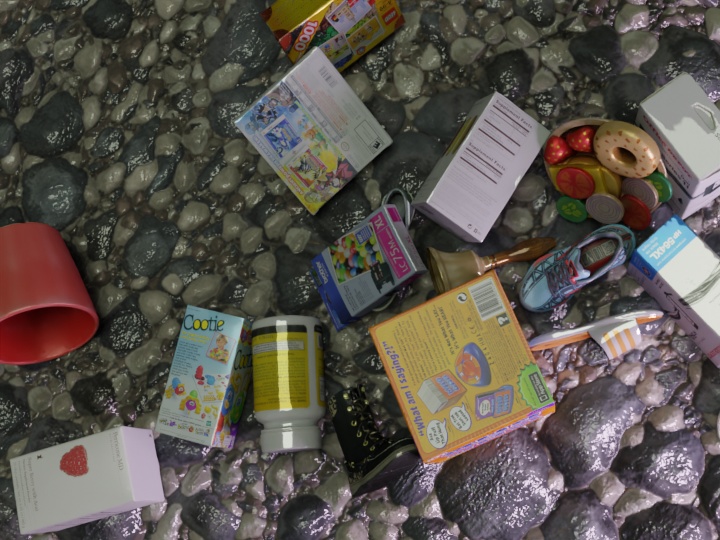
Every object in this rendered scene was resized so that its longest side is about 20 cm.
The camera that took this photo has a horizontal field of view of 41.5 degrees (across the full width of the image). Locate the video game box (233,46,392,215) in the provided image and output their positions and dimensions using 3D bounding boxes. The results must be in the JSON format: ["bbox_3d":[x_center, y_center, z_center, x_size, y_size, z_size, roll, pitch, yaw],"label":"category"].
[{"bbox_3d":[-0.076,-0.226,1.544,0.182,0.047,0.200,-41,107,-1],"label":"video game box"}]

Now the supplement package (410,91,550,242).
[{"bbox_3d":[0.184,-0.157,1.473,0.109,0.114,0.201,33,86,-9],"label":"supplement package"}]

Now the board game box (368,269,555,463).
[{"bbox_3d":[0.153,0.148,1.387,0.198,0.200,0.202,-24,75,6],"label":"board game box"}]

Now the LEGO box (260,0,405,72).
[{"bbox_3d":[-0.043,-0.415,1.564,0.199,0.149,0.078,-37,58,3],"label":"LEGO box"}]

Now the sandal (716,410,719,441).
[{"bbox_3d":[0.589,0.177,1.365,0.082,0.050,0.203,40,89,17],"label":"sandal"}]

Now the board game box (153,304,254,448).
[{"bbox_3d":[-0.239,0.171,1.517,0.103,0.103,0.203,12,82,14],"label":"board game box"}]

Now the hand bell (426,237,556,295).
[{"bbox_3d":[0.211,-0.016,1.479,0.197,0.104,0.106,-18,75,-4],"label":"hand bell"}]

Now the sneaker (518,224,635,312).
[{"bbox_3d":[0.316,-0.007,1.426,0.199,0.095,0.080,-37,79,17],"label":"sneaker"}]

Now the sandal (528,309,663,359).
[{"bbox_3d":[0.355,0.107,1.421,0.204,0.079,0.060,-17,77,17],"label":"sandal"}]

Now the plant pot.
[{"bbox_3d":[-0.550,0.033,1.576,0.198,0.201,0.179,-25,66,6],"label":"plant pot"}]

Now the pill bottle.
[{"bbox_3d":[-0.112,0.178,1.482,0.112,0.114,0.203,-6,77,11],"label":"pill bottle"}]

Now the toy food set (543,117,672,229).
[{"bbox_3d":[0.364,-0.142,1.413,0.198,0.199,0.049,5,47,39],"label":"toy food set"}]

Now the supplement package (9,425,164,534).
[{"bbox_3d":[-0.434,0.334,1.516,0.197,0.120,0.123,-17,75,8],"label":"supplement package"}]

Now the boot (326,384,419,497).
[{"bbox_3d":[0.011,0.240,1.413,0.072,0.204,0.156,-10,68,-26],"label":"boot"}]

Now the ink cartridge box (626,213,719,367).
[{"bbox_3d":[0.486,0.033,1.367,0.084,0.146,0.201,-40,73,0],"label":"ink cartridge box"}]

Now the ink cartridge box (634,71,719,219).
[{"bbox_3d":[0.471,-0.177,1.385,0.083,0.200,0.148,-33,73,2],"label":"ink cartridge box"}]

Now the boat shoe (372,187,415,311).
[{"bbox_3d":[0.040,-0.037,1.520,0.072,0.062,0.203,14,83,11],"label":"boat shoe"}]

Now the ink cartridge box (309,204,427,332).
[{"bbox_3d":[0.000,0.000,1.494,0.199,0.042,0.121,-37,72,32],"label":"ink cartridge box"}]
